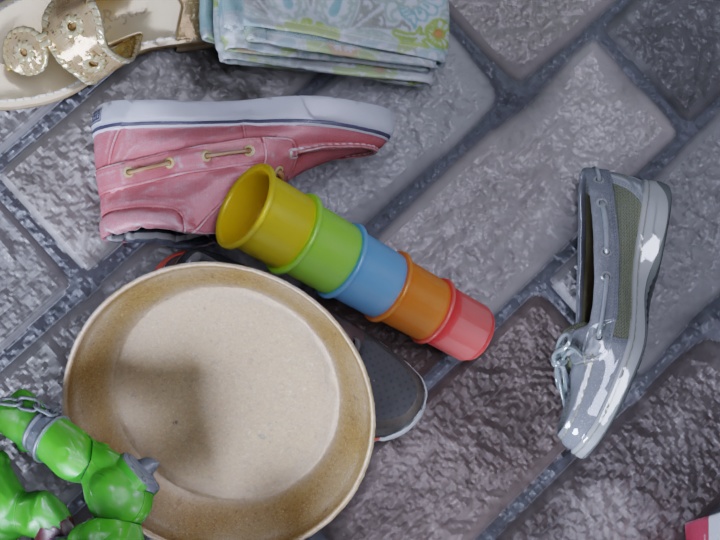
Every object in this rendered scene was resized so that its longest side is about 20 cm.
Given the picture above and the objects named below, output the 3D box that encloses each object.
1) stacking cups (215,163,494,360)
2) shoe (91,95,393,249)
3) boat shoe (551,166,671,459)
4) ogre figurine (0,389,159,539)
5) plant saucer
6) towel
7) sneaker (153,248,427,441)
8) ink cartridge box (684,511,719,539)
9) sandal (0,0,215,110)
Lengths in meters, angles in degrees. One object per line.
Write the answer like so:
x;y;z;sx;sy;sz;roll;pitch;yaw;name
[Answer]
0.000;0.000;1.557;0.199;0.060;0.061;29;71;-31;stacking cups
-0.076;-0.062;1.575;0.199;0.071;0.092;-1;80;-8;shoe
0.158;0.027;1.606;0.064;0.074;0.203;16;71;-2;boat shoe
-0.185;0.178;1.475;0.119;0.098;0.201;2;58;23;ogre figurine
-0.087;0.083;1.514;0.199;0.035;0.202;3;110;7;plant saucer
-0.024;-0.227;1.618;0.170;0.048;0.201;6;73;-24;towel
-0.045;0.049;1.548;0.199;0.082;0.077;26;74;-6;sneaker
0.308;0.192;1.534;0.144;0.200;0.084;5;77;-11;ink cartridge box
-0.167;-0.166;1.573;0.210;0.070;0.078;-16;82;-15;sandal
